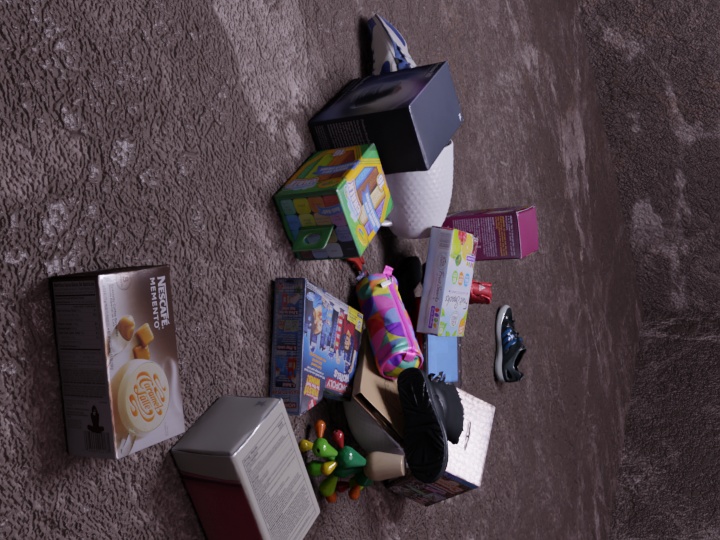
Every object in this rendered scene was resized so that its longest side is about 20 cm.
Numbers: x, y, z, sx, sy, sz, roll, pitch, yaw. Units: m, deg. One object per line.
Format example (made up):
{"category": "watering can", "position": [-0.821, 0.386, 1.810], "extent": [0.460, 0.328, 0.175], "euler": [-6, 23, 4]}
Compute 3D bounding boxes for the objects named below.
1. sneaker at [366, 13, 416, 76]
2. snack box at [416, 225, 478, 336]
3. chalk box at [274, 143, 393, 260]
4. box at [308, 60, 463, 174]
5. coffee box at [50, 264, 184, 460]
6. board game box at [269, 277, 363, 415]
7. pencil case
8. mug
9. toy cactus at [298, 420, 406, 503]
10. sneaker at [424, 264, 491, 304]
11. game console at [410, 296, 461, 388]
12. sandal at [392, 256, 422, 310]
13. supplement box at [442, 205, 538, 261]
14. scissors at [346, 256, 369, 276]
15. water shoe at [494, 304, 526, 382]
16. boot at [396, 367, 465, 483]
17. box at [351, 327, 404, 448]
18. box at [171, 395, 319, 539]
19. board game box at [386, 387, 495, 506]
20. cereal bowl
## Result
{"category": "sneaker", "position": [0.045, -0.376, 1.555], "extent": [0.080, 0.115, 0.201], "euler": [4, 55, -62]}
{"category": "snack box", "position": [0.169, 0.023, 1.587], "extent": [0.142, 0.052, 0.203], "euler": [9, 90, -62]}
{"category": "chalk box", "position": [-0.048, -0.099, 1.319], "extent": [0.201, 0.123, 0.125], "euler": [-56, 135, -48]}
{"category": "box", "position": [0.049, -0.260, 1.431], "extent": [0.201, 0.196, 0.125], "euler": [-55, 134, -48]}
{"category": "coffee box", "position": [-0.275, 0.099, 0.942], "extent": [0.114, 0.079, 0.203], "euler": [-11, 97, -60]}
{"category": "board game box", "position": [-0.077, 0.139, 1.313], "extent": [0.200, 0.061, 0.203], "euler": [36, 59, -56]}
{"category": "pencil case", "position": [0.048, 0.092, 1.446], "extent": [0.088, 0.088, 0.202], "euler": [48, 19, -49]}
{"category": "mug", "position": [0.082, -0.152, 1.560], "extent": [0.198, 0.147, 0.178], "euler": [-15, 115, -30]}
{"category": "toy cactus", "position": [-0.006, 0.311, 1.332], "extent": [0.201, 0.163, 0.103], "euler": [67, 25, -44]}
{"category": "sneaker", "position": [0.223, 0.026, 1.804], "extent": [0.199, 0.114, 0.080], "euler": [26, 65, -57]}
{"category": "game console", "position": [0.164, 0.154, 1.674], "extent": [0.172, 0.117, 0.203], "euler": [143, -54, -85]}
{"category": "sandal", "position": [0.087, 0.034, 1.628], "extent": [0.201, 0.047, 0.076], "euler": [-54, 132, -46]}
{"category": "supplement box", "position": [0.280, -0.081, 1.829], "extent": [0.130, 0.198, 0.105], "euler": [-18, 103, -58]}
{"category": "scissors", "position": [0.000, 0.000, 1.499], "extent": [0.073, 0.014, 0.202], "euler": [-52, 129, -54]}
{"category": "water shoe", "position": [0.397, 0.191, 2.140], "extent": [0.071, 0.078, 0.203], "euler": [22, 69, -58]}
{"category": "boot", "position": [0.127, 0.261, 1.376], "extent": [0.162, 0.073, 0.201], "euler": [36, 39, -56]}
{"category": "box", "position": [0.053, 0.207, 1.424], "extent": [0.164, 0.021, 0.201], "euler": [47, 23, -18]}
{"category": "box", "position": [-0.152, 0.289, 1.121], "extent": [0.128, 0.108, 0.202], "euler": [-46, 127, -51]}
{"category": "board game box", "position": [0.149, 0.336, 1.553], "extent": [0.096, 0.200, 0.161], "euler": [26, 57, -13]}
{"category": "cereal bowl", "position": [0.037, 0.262, 1.448], "extent": [0.200, 0.083, 0.201], "euler": [43, 24, -24]}
